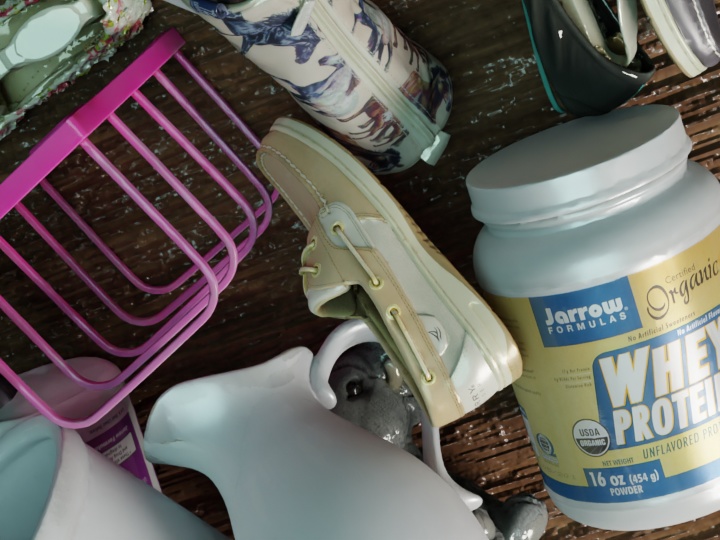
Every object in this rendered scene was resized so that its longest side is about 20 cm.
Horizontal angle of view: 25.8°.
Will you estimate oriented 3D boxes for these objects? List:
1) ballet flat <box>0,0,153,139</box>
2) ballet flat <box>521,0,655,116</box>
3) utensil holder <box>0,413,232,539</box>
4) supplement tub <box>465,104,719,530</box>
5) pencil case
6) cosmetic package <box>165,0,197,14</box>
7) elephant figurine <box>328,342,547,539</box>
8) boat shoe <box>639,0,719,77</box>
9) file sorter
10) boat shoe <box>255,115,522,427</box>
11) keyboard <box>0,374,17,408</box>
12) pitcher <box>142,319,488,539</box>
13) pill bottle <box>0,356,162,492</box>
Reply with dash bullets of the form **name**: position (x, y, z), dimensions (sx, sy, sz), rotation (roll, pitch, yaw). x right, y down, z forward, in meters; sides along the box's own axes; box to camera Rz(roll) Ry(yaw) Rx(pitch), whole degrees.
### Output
- **ballet flat**: position (-0.210, -0.126, 0.934), dimensions (0.199, 0.064, 0.076), rotation (-35, 100, 20)
- **ballet flat**: position (0.105, -0.178, 0.847), dimensions (0.068, 0.068, 0.201), rotation (-12, 120, 37)
- **utensil holder**: position (-0.137, 0.204, 0.870), dimensions (0.199, 0.171, 0.170), rotation (36, 113, -24)
- **supplement tub**: position (0.145, 0.024, 0.872), dimensions (0.143, 0.145, 0.202), rotation (-16, 105, 16)
- **pencil case**: position (-0.019, -0.123, 0.838), dimensions (0.078, 0.200, 0.090), rotation (-43, 54, 5)
- **cosmetic package**: position (-0.143, -0.215, 0.877), dimensions (0.198, 0.051, 0.083), rotation (22, 73, 3)
- **elephant figurine**: position (0.006, 0.118, 0.955), dimensions (0.200, 0.155, 0.142), rotation (46, 145, 5)
- **boat shoe**: position (0.165, -0.204, 0.832), dimensions (0.064, 0.072, 0.202), rotation (-16, 99, 21)
- **file sorter**: position (-0.136, -0.025, 0.883), dimensions (0.139, 0.200, 0.126), rotation (-39, 101, 20)
- **boat shoe**: position (0.000, 0.000, 0.850), dimensions (0.069, 0.074, 0.200), rotation (-39, 68, -11)
- **keyboard**: position (-0.239, 0.031, 0.851), dimensions (0.126, 0.200, 0.021), rotation (35, 82, -8)
- **pitcher**: position (0.005, 0.122, 0.841), dimensions (0.200, 0.171, 0.122), rotation (48, 155, 26)
- **pill bottle**: position (-0.176, 0.167, 1.000), dimensions (0.111, 0.112, 0.202), rotation (-12, 105, 15)
